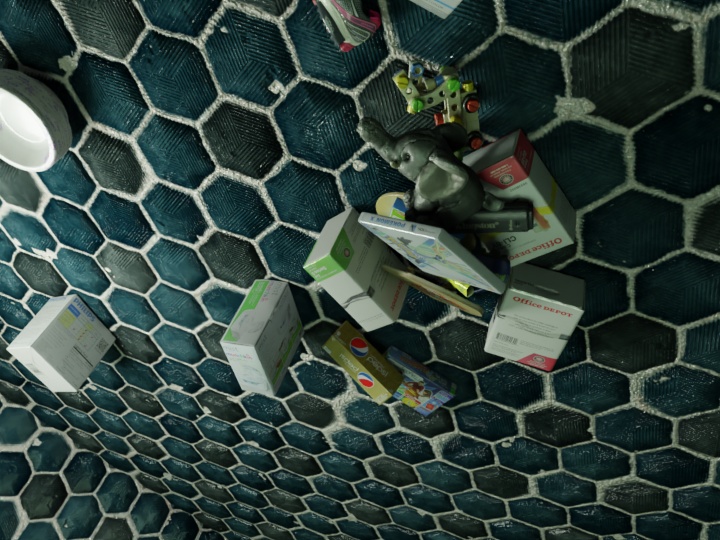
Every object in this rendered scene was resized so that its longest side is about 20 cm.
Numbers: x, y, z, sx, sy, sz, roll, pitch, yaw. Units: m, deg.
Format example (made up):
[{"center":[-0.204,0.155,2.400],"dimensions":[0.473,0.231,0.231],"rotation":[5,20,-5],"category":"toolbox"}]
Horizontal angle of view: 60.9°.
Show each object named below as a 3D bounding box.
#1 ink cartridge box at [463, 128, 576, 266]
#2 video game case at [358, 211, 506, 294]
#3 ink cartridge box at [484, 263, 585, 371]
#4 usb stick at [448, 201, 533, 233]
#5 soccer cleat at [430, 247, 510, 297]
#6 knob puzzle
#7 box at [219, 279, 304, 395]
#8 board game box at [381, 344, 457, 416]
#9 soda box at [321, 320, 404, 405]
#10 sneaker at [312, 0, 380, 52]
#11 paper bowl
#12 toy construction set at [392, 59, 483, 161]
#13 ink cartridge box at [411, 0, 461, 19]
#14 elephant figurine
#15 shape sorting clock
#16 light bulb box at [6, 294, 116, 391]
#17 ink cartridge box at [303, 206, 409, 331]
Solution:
[{"center":[0.258,-0.115,1.046],"dimensions":[0.144,0.084,0.200],"rotation":[-23,120,39],"category":"ink cartridge box"},{"center":[0.116,-0.028,0.993],"dimensions":[0.181,0.022,0.199],"rotation":[18,167,48],"category":"video game case"},{"center":[0.342,0.092,1.211],"dimensions":[0.143,0.085,0.202],"rotation":[16,138,8],"category":"ink cartridge box"},{"center":[0.183,-0.085,1.010],"dimensions":[0.197,0.033,0.056],"rotation":[-1,129,17],"category":"usb stick"},{"center":[0.177,0.004,1.098],"dimensions":[0.064,0.085,0.199],"rotation":[19,169,-41],"category":"soccer cleat"},{"center":[0.161,0.038,1.182],"dimensions":[0.217,0.031,0.220],"rotation":[26,177,2],"category":"knob puzzle"},{"center":[-0.222,0.155,1.437],"dimensions":[0.095,0.201,0.178],"rotation":[4,135,20],"category":"box"},{"center":[0.123,0.277,1.525],"dimensions":[0.199,0.035,0.135],"rotation":[33,136,-9],"category":"board game box"},{"center":[0.007,0.220,1.459],"dimensions":[0.200,0.068,0.064],"rotation":[45,135,2],"category":"soda box"},{"center":[-0.043,-0.424,0.888],"dimensions":[0.074,0.081,0.200],"rotation":[-22,129,21],"category":"sneaker"},{"center":[-0.685,-0.313,1.252],"dimensions":[0.198,0.105,0.202],"rotation":[12,135,12],"category":"paper bowl"},{"center":[0.124,-0.239,0.977],"dimensions":[0.129,0.093,0.201],"rotation":[-12,139,1],"category":"toy construction set"},{"center":[0.115,-0.409,0.763],"dimensions":[0.103,0.060,0.200],"rotation":[20,166,-17],"category":"ink cartridge box"},{"center":[0.108,-0.155,0.914],"dimensions":[0.142,0.154,0.201],"rotation":[46,166,38],"category":"elephant figurine"},{"center":[0.120,-0.085,1.129],"dimensions":[0.198,0.040,0.200],"rotation":[25,167,6],"category":"shape sorting clock"},{"center":[-0.857,0.211,1.771],"dimensions":[0.123,0.201,0.200],"rotation":[-6,130,30],"category":"light bulb box"},{"center":[0.000,0.000,1.226],"dimensions":[0.083,0.146,0.200],"rotation":[-23,120,39],"category":"ink cartridge box"}]
